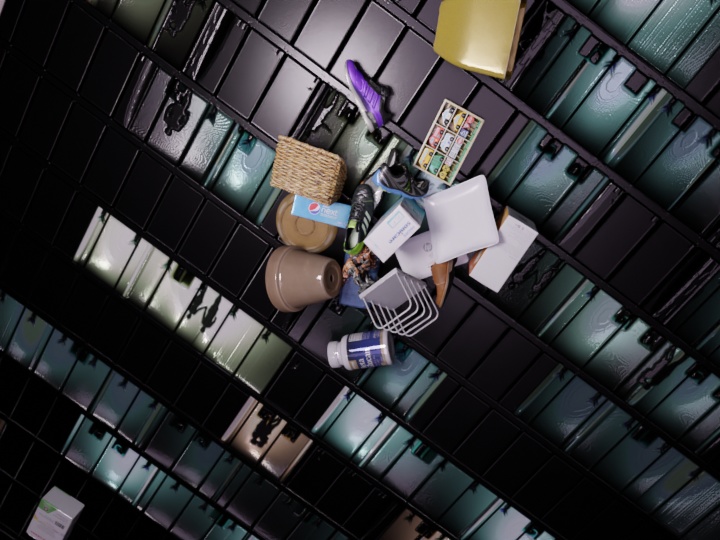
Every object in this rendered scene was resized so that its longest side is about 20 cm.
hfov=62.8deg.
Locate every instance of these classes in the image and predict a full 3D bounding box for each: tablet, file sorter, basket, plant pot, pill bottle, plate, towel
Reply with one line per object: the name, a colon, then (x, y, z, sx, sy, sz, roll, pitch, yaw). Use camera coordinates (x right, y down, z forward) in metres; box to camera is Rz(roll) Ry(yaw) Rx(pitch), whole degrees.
tablet: (0.208, -0.052, 1.755, 0.197, 0.014, 0.132, -21, 102, 16)
file sorter: (0.119, 0.102, 1.705, 0.138, 0.199, 0.126, -36, 62, 19)
basket: (-0.136, -0.293, 1.670, 0.197, 0.143, 0.151, 20, 113, 10)
plant pot: (-0.166, -0.142, 1.789, 0.196, 0.028, 0.204, 3, 108, 10)
plant pot: (0.294, -0.595, 1.476, 0.197, 0.195, 0.197, 14, 110, 15)
pill bottle: (0.001, 0.251, 1.840, 0.197, 0.111, 0.113, -10, 106, 14)
plant pot: (-0.152, 0.025, 1.726, 0.172, 0.200, 0.204, 0, 109, 29)
plate: (0.282, -0.139, 1.645, 0.198, 0.032, 0.203, -20, 70, 32)
towel: (-0.002, 0.013, 1.797, 0.110, 0.049, 0.203, 13, 109, 6)

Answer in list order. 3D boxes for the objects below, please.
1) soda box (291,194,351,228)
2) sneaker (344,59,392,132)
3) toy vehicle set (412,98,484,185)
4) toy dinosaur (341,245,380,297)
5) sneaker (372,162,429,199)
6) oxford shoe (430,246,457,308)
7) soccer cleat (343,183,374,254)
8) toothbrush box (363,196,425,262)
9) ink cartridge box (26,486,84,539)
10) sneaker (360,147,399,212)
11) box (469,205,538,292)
soda box: (-0.099, -0.173, 1.721, 0.197, 0.064, 0.069, 14, 97, -7)
sneaker: (0.028, -0.493, 1.622, 0.098, 0.070, 0.202, -23, 106, 10)
toy vehicle set: (0.244, -0.355, 1.642, 0.123, 0.027, 0.202, 27, 111, 1)
toy dinosaur: (0.000, 0.000, 1.731, 0.136, 0.101, 0.200, 53, 134, 15)
sneaker: (0.122, -0.250, 1.623, 0.197, 0.071, 0.083, 7, 121, -40)
oxford shoe: (0.239, 0.016, 1.741, 0.070, 0.071, 0.203, 14, 119, 19)
soccer cleat: (-0.006, -0.143, 1.653, 0.066, 0.081, 0.204, 11, 95, 17)
toothbrush box: (0.099, -0.125, 1.652, 0.085, 0.200, 0.146, 44, 111, -6)
ink cartridge box: (-1.198, 0.975, 2.317, 0.144, 0.084, 0.201, 32, 110, -1)
sneaker: (0.049, -0.261, 1.687, 0.079, 0.074, 0.202, 30, 111, 5)
box: (0.397, -0.061, 1.656, 0.097, 0.125, 0.202, 30, 110, 0)
